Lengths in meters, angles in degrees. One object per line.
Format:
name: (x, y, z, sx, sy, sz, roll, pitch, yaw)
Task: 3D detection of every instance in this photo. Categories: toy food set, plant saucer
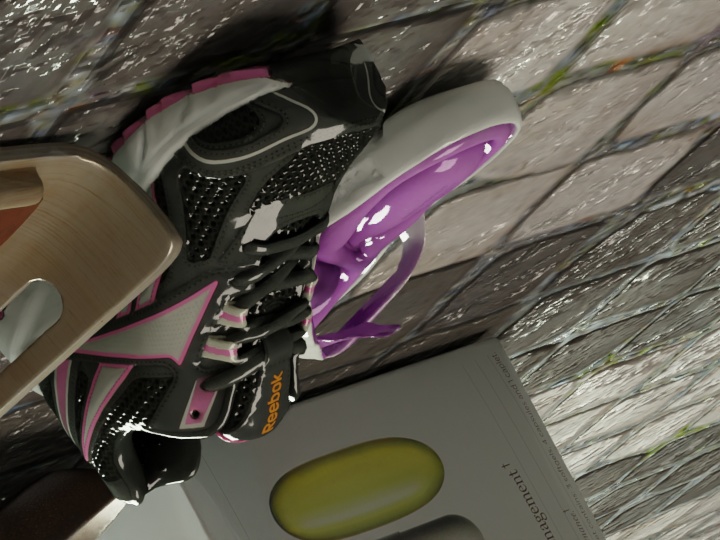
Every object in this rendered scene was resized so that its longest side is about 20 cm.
toy food set: (-0.162, 0.032, 0.790, 0.143, 0.061, 0.199, -39, 163, 36)
plant saucer: (-0.168, 0.146, 1.120, 0.200, 0.032, 0.200, -45, 177, -3)

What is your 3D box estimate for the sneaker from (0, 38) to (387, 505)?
sneaker: (-0.040, 0.006, 0.874, 0.080, 0.087, 0.200, -20, 163, -35)

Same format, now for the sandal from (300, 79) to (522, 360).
sandal: (-0.006, 0.002, 0.995, 0.082, 0.050, 0.203, -18, 162, -35)

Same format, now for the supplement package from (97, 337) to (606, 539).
supplement package: (0.000, 0.165, 1.274, 0.199, 0.192, 0.147, -17, 161, -38)
